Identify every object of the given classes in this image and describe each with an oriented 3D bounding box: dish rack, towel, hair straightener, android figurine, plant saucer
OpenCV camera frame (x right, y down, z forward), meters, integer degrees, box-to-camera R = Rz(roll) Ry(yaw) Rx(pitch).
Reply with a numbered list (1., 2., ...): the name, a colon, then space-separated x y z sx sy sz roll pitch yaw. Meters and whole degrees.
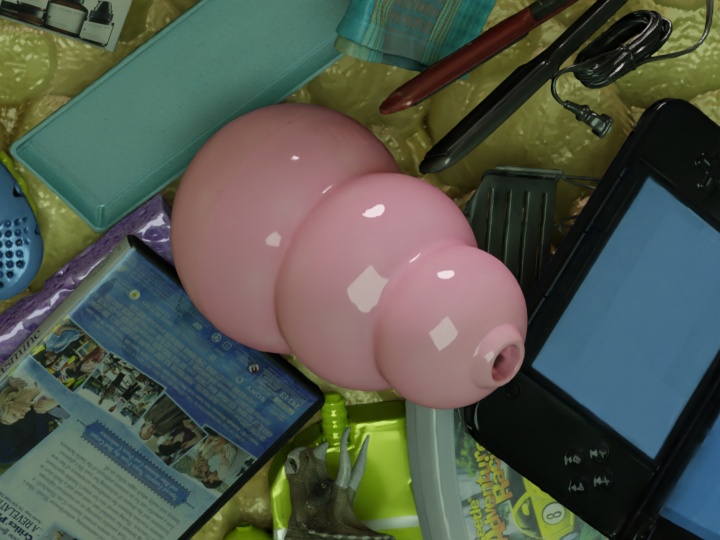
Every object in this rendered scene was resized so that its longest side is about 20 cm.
1. dish rack: 0.139 0.021 1.361 0.199 0.054 0.154 4 91 -25
2. towel: 0.064 -0.185 1.299 0.022 0.147 0.201 33 102 21
3. hair straightener: 0.105 -0.103 1.338 0.200 0.041 0.077 -36 101 -23
4. android figurine: 0.016 0.156 1.435 0.181 0.041 0.201 -4 107 -3
5. plant saucer: -0.081 -0.096 1.339 0.200 0.019 0.070 -34 119 23

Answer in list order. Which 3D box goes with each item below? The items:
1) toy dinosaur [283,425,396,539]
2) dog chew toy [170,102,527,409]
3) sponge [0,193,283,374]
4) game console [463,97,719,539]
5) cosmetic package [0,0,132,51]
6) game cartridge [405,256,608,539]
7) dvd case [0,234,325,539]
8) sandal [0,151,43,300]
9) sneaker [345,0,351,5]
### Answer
1. toy dinosaur: 0.000 0.192 1.384 0.102 0.077 0.201 -27 105 11
2. dog chew toy: 0.000 0.000 1.295 0.124 0.200 0.125 -27 133 -34
3. sponge: -0.149 0.062 1.392 0.200 0.030 0.112 -36 117 6
4. game console: 0.179 0.042 1.289 0.170 0.118 0.201 37 79 -21
5. cosmetic package: -0.203 -0.170 1.303 0.199 0.083 0.051 16 64 -8
6. game cartridge: 0.090 0.098 1.392 0.132 0.041 0.201 -12 98 -21
7. dvd case: -0.134 0.094 1.383 0.200 0.018 0.143 -45 117 9
8. sandal: -0.235 -0.060 1.335 0.079 0.087 0.200 -40 106 6
9. sneaker: -0.038 -0.174 1.322 0.199 0.076 0.116 -7 104 -5
